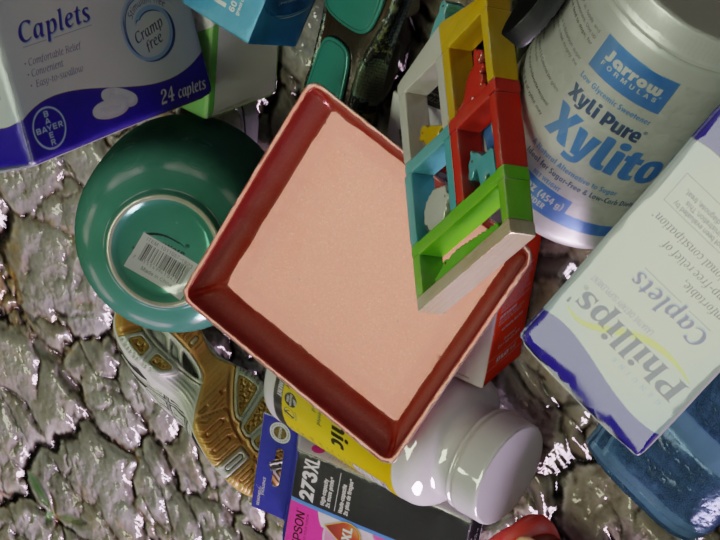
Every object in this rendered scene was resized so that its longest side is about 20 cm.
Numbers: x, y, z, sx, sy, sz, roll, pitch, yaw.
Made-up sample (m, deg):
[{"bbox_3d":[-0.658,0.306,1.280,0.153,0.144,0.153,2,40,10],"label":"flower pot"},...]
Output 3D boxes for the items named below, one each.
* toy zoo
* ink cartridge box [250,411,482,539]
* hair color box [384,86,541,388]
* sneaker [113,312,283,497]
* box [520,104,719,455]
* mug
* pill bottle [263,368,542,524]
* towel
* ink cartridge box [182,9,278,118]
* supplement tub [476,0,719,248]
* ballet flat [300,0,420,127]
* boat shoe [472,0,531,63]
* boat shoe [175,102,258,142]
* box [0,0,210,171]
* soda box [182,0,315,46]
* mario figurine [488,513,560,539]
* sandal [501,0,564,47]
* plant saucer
[{"bbox_3d":[0.066,-0.088,1.509,0.131,0.020,0.201,138,133,-55],"label":"toy zoo"},{"bbox_3d":[-0.001,0.190,1.817,0.199,0.037,0.095,22,123,21],"label":"ink cartridge box"},{"bbox_3d":[0.070,-0.031,1.650,0.110,0.064,0.201,23,124,23],"label":"hair color box"},{"bbox_3d":[-0.129,0.101,1.912,0.200,0.075,0.088,53,165,-1],"label":"sneaker"},{"bbox_3d":[0.216,-0.012,1.404,0.105,0.184,0.200,43,113,9],"label":"box"},{"bbox_3d":[-0.123,-0.035,1.730,0.184,0.114,0.153,-14,106,11],"label":"mug"},{"bbox_3d":[0.034,0.106,1.721,0.199,0.111,0.112,29,126,30],"label":"pill bottle"},{"bbox_3d":[0.237,0.094,1.570,0.112,0.048,0.200,46,133,17],"label":"towel"},{"bbox_3d":[-0.158,-0.223,1.769,0.199,0.084,0.146,25,124,33],"label":"ink cartridge box"},{"bbox_3d":[0.170,-0.121,1.476,0.132,0.132,0.200,48,135,16],"label":"supplement tub"},{"bbox_3d":[0.006,-0.175,1.652,0.074,0.074,0.201,38,127,24],"label":"ballet flat"},{"bbox_3d":[0.104,-0.202,1.544,0.068,0.072,0.201,38,131,32],"label":"boat shoe"},{"bbox_3d":[-0.122,-0.050,1.824,0.071,0.070,0.201,24,123,33],"label":"boat shoe"},{"bbox_3d":[-0.225,-0.191,1.643,0.104,0.183,0.201,-4,106,44],"label":"box"},{"bbox_3d":[-0.047,-0.262,1.622,0.068,0.064,0.201,34,111,26],"label":"soda box"},{"bbox_3d":[0.160,0.252,1.675,0.199,0.106,0.124,12,118,37],"label":"mario figurine"},{"bbox_3d":[0.131,-0.236,1.456,0.043,0.076,0.201,24,90,-8],"label":"sandal"},{"bbox_3d":[0.000,0.000,1.627,0.200,0.037,0.200,38,116,11],"label":"plant saucer"}]
